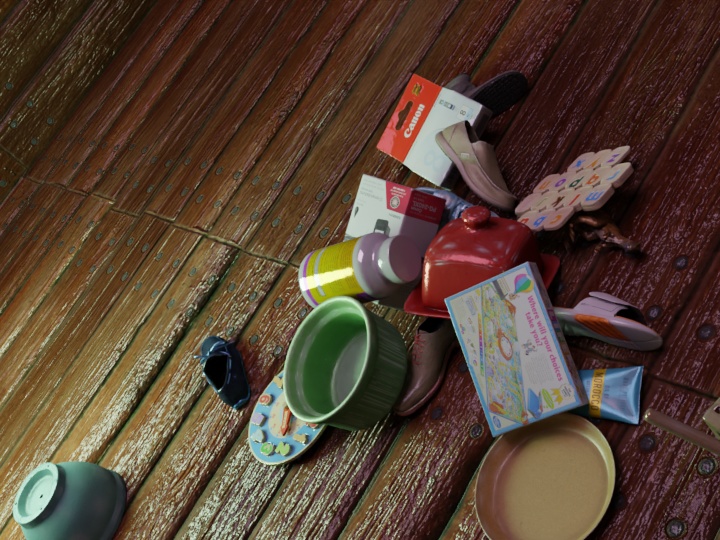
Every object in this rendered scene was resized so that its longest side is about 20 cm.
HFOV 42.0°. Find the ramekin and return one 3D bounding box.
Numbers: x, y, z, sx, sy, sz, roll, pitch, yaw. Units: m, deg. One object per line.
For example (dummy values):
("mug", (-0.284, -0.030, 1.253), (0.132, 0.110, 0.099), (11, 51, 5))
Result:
("ramekin", (-0.020, 0.149, 1.450), (0.199, 0.097, 0.201), (-28, 49, 38))

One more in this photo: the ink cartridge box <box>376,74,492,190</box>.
("ink cartridge box", (0.123, -0.260, 1.711), (0.200, 0.047, 0.161), (34, 102, 34))

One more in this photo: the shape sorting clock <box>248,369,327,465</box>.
("shape sorting clock", (-0.116, 0.235, 1.585), (0.199, 0.039, 0.201), (-25, 43, 25))

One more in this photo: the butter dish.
("butter dish", (0.176, -0.025, 1.386), (0.199, 0.149, 0.200), (7, 35, 27))

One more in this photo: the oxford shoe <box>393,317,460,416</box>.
("oxford shoe", (0.097, 0.127, 1.449), (0.070, 0.075, 0.201), (13, 67, 48))

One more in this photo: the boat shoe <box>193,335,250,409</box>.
("boat shoe", (-0.258, 0.173, 1.748), (0.084, 0.069, 0.200), (-47, 38, -1))

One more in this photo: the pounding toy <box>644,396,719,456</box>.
("pounding toy", (0.437, 0.189, 0.970), (0.142, 0.200, 0.184), (-47, 38, -1))

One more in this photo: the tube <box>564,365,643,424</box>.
("tube", (0.283, 0.165, 1.269), (0.199, 0.050, 0.078), (-3, 70, 36))

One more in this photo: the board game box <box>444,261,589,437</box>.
("board game box", (0.208, 0.107, 1.268), (0.134, 0.034, 0.201), (-25, 75, 27))

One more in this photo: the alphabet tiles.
("alphabet tiles", (0.325, -0.122, 1.445), (0.196, 0.015, 0.200), (-45, 19, -21))

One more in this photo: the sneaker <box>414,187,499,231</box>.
("sneaker", (0.154, -0.095, 1.585), (0.199, 0.082, 0.074), (18, 71, 50))

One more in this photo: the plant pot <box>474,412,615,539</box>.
("plant pot", (0.241, 0.280, 1.218), (0.199, 0.027, 0.201), (-25, 43, 25))

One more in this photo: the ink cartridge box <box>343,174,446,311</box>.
("ink cartridge box", (0.045, -0.046, 1.584), (0.145, 0.083, 0.202), (23, 98, 51))

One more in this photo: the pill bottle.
("pill bottle", (0.000, 0.000, 1.480), (0.199, 0.104, 0.105), (-16, 47, 45))

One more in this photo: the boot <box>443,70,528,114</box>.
("boot", (0.209, -0.336, 1.759), (0.199, 0.068, 0.131), (-32, 40, 20))

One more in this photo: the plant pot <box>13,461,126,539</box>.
("plant pot", (-0.554, 0.438, 1.743), (0.199, 0.134, 0.201), (-24, 43, 25))

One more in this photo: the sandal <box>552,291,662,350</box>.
("sandal", (0.324, 0.057, 1.293), (0.206, 0.079, 0.060), (11, 67, 50))

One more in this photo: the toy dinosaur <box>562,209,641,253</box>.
("toy dinosaur", (0.357, -0.072, 1.410), (0.105, 0.061, 0.201), (-13, 41, -3))

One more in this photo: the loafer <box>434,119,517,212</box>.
("loafer", (0.201, -0.180, 1.576), (0.068, 0.075, 0.200), (-47, 63, 20))
